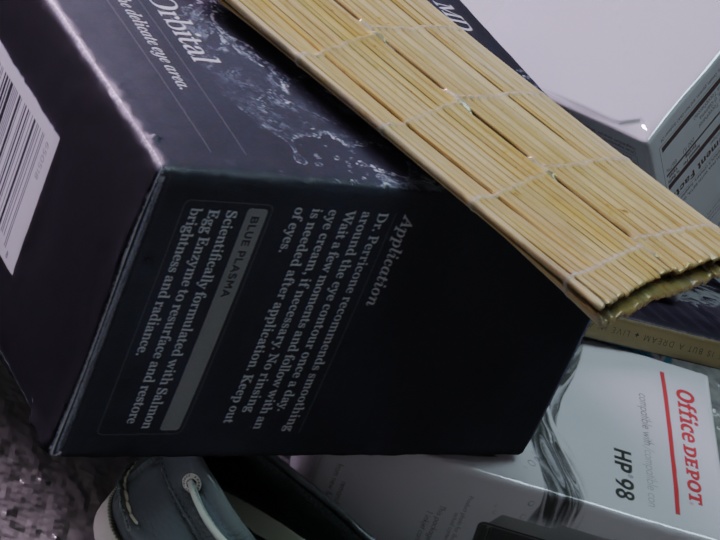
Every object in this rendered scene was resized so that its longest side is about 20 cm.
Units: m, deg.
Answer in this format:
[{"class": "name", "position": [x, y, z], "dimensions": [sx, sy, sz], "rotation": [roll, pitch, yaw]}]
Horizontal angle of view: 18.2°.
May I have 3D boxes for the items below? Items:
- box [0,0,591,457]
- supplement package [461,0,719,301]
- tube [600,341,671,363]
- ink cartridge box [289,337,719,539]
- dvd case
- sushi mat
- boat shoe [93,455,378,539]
[{"class": "box", "position": [-0.041, -0.038, 0.808], "dimensions": [0.199, 0.118, 0.197], "rotation": [3, 35, -35]}, {"class": "supplement package", "position": [0.126, -0.117, 0.987], "dimensions": [0.155, 0.111, 0.200], "rotation": [28, 65, 31]}, {"class": "tube", "position": [0.098, 0.065, 1.002], "dimensions": [0.077, 0.051, 0.200], "rotation": [24, 31, 10]}, {"class": "ink cartridge box", "position": [0.075, 0.080, 0.881], "dimensions": [0.199, 0.067, 0.116], "rotation": [17, 31, -8]}, {"class": "dvd case", "position": [0.104, 0.005, 0.982], "dimensions": [0.199, 0.016, 0.149], "rotation": [13, 15, -24]}, {"class": "sushi mat", "position": [0.034, -0.053, 0.752], "dimensions": [0.200, 0.012, 0.095], "rotation": [41, 35, 27]}, {"class": "boat shoe", "position": [0.001, 0.124, 0.779], "dimensions": [0.199, 0.062, 0.073], "rotation": [36, 29, 3]}]
